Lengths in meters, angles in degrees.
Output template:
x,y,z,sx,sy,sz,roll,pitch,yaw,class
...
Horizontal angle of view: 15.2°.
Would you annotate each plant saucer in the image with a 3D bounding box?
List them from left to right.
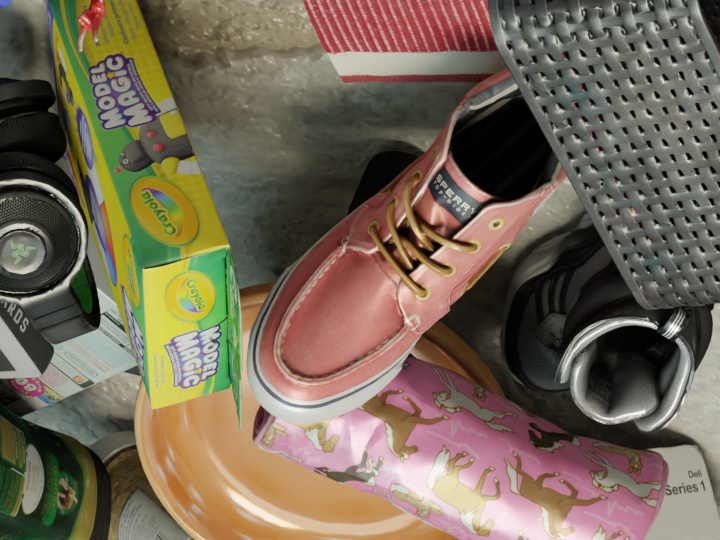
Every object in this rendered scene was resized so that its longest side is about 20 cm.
x,y,z,sx,sy,sz,roll,pitch,yaw,class
-0.016,0.083,1.382,0.199,0.038,0.201,6,126,9,plant saucer

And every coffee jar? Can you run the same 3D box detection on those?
x,y,z,sx,sy,sz,roll,pitch,yaw,class
-0.218,0.115,1.486,0.104,0.086,0.200,-4,161,20,coffee jar

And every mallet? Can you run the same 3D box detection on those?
x,y,z,sx,sy,sz,roll,pitch,yaw,class
0.000,0.000,1.416,0.041,0.066,0.200,21,159,-3,mallet

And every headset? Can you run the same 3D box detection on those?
x,y,z,sx,sy,sz,roll,pitch,yaw,class
-0.185,-0.041,1.305,0.094,0.124,0.200,-20,142,2,headset

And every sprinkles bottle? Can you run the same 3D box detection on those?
x,y,z,sx,sy,sz,roll,pitch,yaw,class
-0.100,0.155,1.545,0.068,0.068,0.200,47,171,-32,sprinkles bottle

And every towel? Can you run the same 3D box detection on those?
x,y,z,sx,sy,sz,roll,pitch,yaw,class
0.030,-0.158,1.205,0.143,0.023,0.200,2,142,20,towel

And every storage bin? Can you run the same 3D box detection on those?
x,y,z,sx,sy,sz,roll,pitch,yaw,class
0.143,-0.092,1.136,0.093,0.136,0.200,-5,137,30,storage bin

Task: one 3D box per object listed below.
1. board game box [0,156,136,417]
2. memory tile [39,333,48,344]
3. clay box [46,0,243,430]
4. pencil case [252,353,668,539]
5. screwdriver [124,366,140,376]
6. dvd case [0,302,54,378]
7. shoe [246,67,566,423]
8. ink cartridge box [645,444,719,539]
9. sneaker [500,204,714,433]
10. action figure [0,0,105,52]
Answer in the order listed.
x,y,z,sx,sy,sz,roll,pitch,yaw,class
-0.207,0.009,1.495,0.200,0.064,0.147,-23,125,42,board game box
-0.265,-0.007,1.440,0.199,0.017,0.153,-7,135,33,memory tile
-0.102,-0.027,1.294,0.047,0.201,0.115,-13,144,-11,clay box
0.046,0.086,1.292,0.199,0.083,0.087,25,166,-6,pencil case
-0.046,0.062,1.516,0.199,0.029,0.028,11,143,13,screwdriver
-0.279,0.005,1.427,0.199,0.025,0.151,-2,137,29,dvd case
0.026,-0.017,1.230,0.071,0.200,0.091,43,158,8,shoe
0.088,0.171,1.491,0.144,0.084,0.200,-4,160,-38,ink cartridge box
0.116,0.034,1.330,0.075,0.114,0.200,28,143,-10,sneaker
-0.169,-0.135,1.268,0.065,0.099,0.200,36,139,-23,action figure
